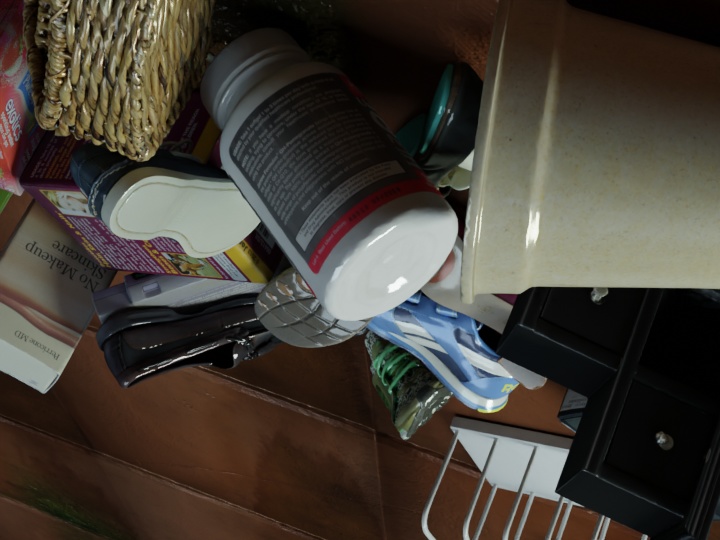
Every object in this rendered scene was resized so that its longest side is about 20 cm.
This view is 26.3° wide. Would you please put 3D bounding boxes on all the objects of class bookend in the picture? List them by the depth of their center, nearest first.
[{"bbox_3d":[0.183,0.082,1.157,0.199,0.200,0.092,25,158,0],"label":"bookend"}]

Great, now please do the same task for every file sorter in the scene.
[{"bbox_3d":[0.184,0.252,1.581,0.198,0.125,0.139,8,151,32],"label":"file sorter"}]

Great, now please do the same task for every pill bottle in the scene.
[{"bbox_3d":[-0.029,-0.072,1.069,0.201,0.110,0.111,53,168,26],"label":"pill bottle"}]

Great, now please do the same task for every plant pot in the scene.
[{"bbox_3d":[0.164,-0.066,0.924,0.181,0.202,0.201,9,153,7],"label":"plant pot"}]

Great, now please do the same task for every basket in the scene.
[{"bbox_3d":[-0.177,-0.183,0.982,0.148,0.143,0.201,22,139,4],"label":"basket"}]

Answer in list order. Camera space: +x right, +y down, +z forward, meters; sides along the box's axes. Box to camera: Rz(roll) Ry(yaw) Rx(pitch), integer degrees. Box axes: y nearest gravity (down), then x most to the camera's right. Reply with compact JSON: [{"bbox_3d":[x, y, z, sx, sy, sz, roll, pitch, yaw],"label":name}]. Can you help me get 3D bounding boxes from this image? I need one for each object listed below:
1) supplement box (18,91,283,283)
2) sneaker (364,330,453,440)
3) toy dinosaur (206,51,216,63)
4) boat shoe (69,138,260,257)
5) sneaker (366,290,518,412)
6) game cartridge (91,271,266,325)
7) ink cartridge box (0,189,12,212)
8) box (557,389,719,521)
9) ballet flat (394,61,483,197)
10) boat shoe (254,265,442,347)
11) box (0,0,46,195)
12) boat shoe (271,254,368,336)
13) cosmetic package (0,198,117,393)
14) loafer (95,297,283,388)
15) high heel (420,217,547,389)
[{"bbox_3d":[-0.161,-0.071,1.286,0.198,0.104,0.131,5,149,35],"label":"supplement box"},{"bbox_3d":[0.034,0.095,1.420,0.089,0.077,0.200,45,177,-7],"label":"sneaker"},{"bbox_3d":[-0.189,-0.166,1.195,0.199,0.048,0.088,-4,157,46],"label":"toy dinosaur"},{"bbox_3d":[-0.136,-0.053,1.107,0.062,0.075,0.199,44,-162,22],"label":"boat shoe"},{"bbox_3d":[0.065,0.032,1.322,0.199,0.074,0.082,36,130,-5],"label":"sneaker"},{"bbox_3d":[-0.137,0.024,1.399,0.198,0.039,0.130,-18,148,-7],"label":"game cartridge"},{"bbox_3d":[-0.475,-0.095,1.562,0.200,0.076,0.147,38,153,-24],"label":"ink cartridge box"},{"bbox_3d":[0.299,0.156,1.378,0.199,0.046,0.158,36,153,-22],"label":"box"},{"bbox_3d":[0.066,-0.094,1.088,0.068,0.069,0.200,18,167,-8],"label":"ballet flat"},{"bbox_3d":[0.000,0.000,1.224,0.199,0.073,0.075,-25,107,36],"label":"boat shoe"},{"bbox_3d":[-0.315,-0.160,1.260,0.099,0.096,0.200,21,155,8],"label":"box"},{"bbox_3d":[-0.032,0.028,1.362,0.069,0.067,0.200,-12,154,12],"label":"boat shoe"},{"bbox_3d":[-0.276,-0.004,1.405,0.103,0.201,0.087,29,156,-12],"label":"cosmetic package"},{"bbox_3d":[-0.137,0.070,1.377,0.198,0.063,0.072,-4,150,-30],"label":"loafer"},{"bbox_3d":[0.103,-0.001,1.266,0.067,0.096,0.201,-29,102,41],"label":"high heel"}]
